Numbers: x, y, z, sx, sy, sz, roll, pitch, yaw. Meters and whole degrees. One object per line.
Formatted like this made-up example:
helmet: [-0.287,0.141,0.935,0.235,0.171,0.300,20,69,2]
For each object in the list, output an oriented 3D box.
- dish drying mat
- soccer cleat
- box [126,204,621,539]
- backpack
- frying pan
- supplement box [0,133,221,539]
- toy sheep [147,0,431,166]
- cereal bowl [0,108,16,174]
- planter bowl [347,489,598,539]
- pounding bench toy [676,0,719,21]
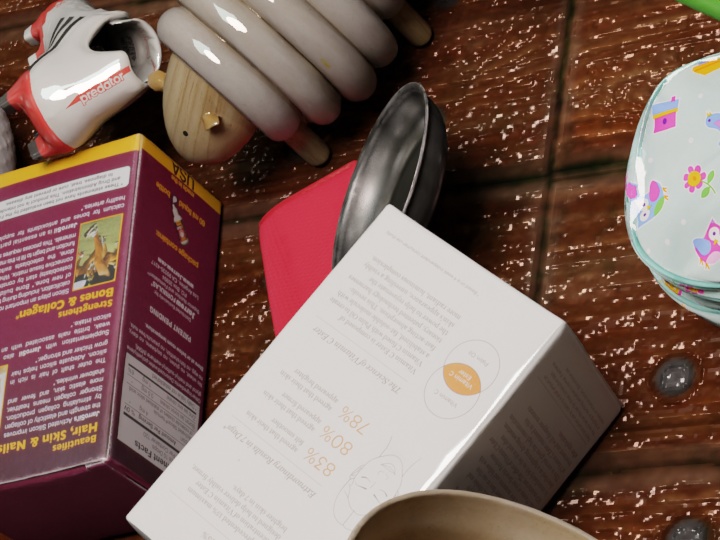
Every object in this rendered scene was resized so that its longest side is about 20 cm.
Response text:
dish drying mat: [-0.009,0.037,1.288,0.076,0.018,0.201,-27,52,19]
soccer cleat: [-0.152,-0.122,1.412,0.085,0.069,0.200,-26,16,10]
box: [0.008,0.092,1.169,0.124,0.098,0.200,35,80,35]
backpack: [0.221,-0.033,1.093,0.199,0.126,0.168,3,70,40]
frying pan: [0.006,-0.005,1.244,0.115,0.031,0.191,151,135,-67]
supplement box: [-0.149,0.040,1.340,0.110,0.086,0.201,-14,57,28]
toy sheep: [-0.036,-0.141,1.333,0.200,0.138,0.138,-52,47,-2]
cereal bowl: [-0.285,-0.037,1.484,0.199,0.083,0.201,-18,55,27]
planter bowl: [0.054,0.211,1.045,0.135,0.199,0.201,-61,42,29]
pounding bench toy: [0.192,-0.160,1.132,0.200,0.156,0.124,-44,12,-12]
